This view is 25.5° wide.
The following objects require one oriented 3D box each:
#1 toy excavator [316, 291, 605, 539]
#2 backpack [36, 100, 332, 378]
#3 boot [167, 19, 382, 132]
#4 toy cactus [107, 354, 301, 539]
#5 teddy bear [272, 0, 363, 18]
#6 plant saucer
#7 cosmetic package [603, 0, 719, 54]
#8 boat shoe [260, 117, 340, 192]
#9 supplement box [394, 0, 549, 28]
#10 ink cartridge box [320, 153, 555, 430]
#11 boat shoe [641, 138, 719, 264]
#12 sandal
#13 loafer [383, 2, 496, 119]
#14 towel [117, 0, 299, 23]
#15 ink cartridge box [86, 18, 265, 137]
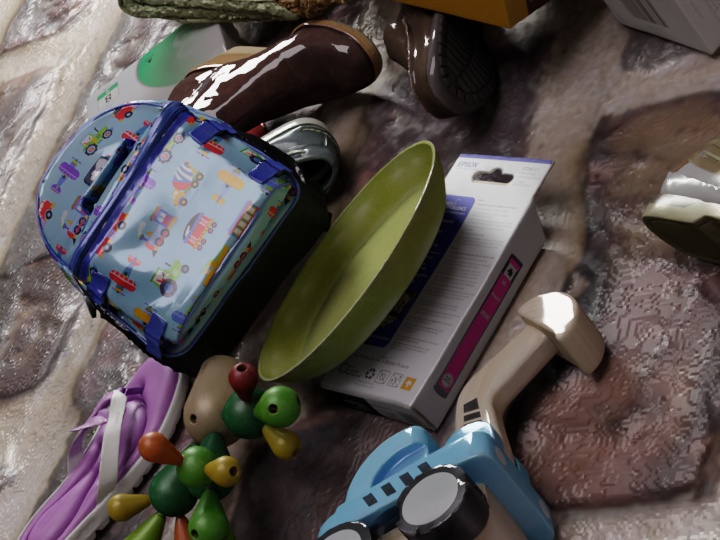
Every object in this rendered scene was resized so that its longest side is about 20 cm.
[{"bbox_3d":[0.061,0.113,0.930,0.194,0.100,0.200,-32,29,15],"label":"toy excavator"},{"bbox_3d":[-0.150,-0.044,1.177,0.200,0.135,0.183,37,89,19],"label":"backpack"},{"bbox_3d":[-0.091,-0.128,1.298,0.200,0.072,0.166,1,41,45],"label":"boot"},{"bbox_3d":[-0.109,0.121,1.062,0.165,0.102,0.200,-89,24,-52],"label":"toy cactus"},{"bbox_3d":[-0.033,-0.275,1.354,0.067,0.145,0.200,-63,-14,25],"label":"teddy bear"},{"bbox_3d":[0.000,0.000,1.098,0.200,0.031,0.200,-50,15,19],"label":"plant saucer"},{"bbox_3d":[0.258,-0.256,1.105,0.200,0.081,0.113,-49,34,-5],"label":"cosmetic package"},{"bbox_3d":[-0.101,-0.045,1.257,0.200,0.073,0.062,-35,32,5],"label":"boat shoe"},{"bbox_3d":[0.100,-0.302,1.198,0.200,0.133,0.197,-37,37,-25],"label":"supplement box"},{"bbox_3d":[0.059,0.010,1.076,0.095,0.037,0.200,10,64,50],"label":"ink cartridge box"},{"bbox_3d":[0.247,-0.036,0.902,0.200,0.075,0.068,19,75,53],"label":"boat shoe"},{"bbox_3d":[-0.195,0.138,1.185,0.082,0.050,0.203,8,60,48],"label":"sandal"},{"bbox_3d":[0.058,-0.173,1.238,0.071,0.073,0.200,-32,27,24],"label":"loafer"},{"bbox_3d":[-0.115,-0.284,1.482,0.200,0.037,0.148,6,46,26],"label":"towel"},{"bbox_3d":[-0.171,-0.138,1.441,0.161,0.050,0.200,-35,34,14],"label":"ink cartridge box"}]
